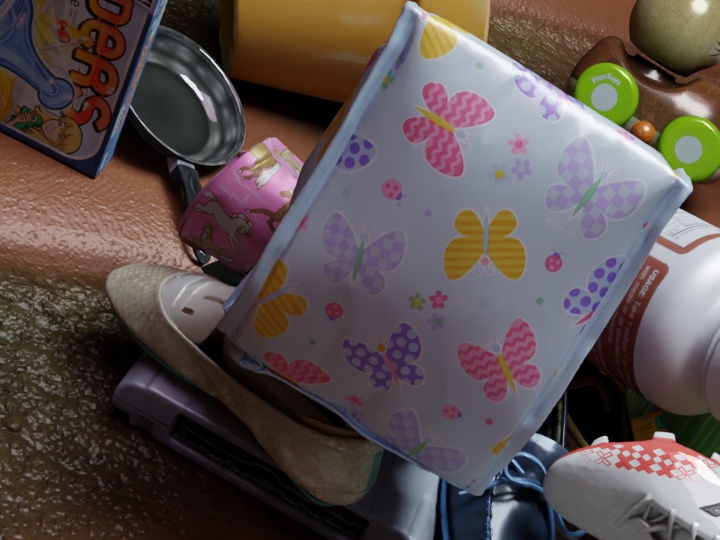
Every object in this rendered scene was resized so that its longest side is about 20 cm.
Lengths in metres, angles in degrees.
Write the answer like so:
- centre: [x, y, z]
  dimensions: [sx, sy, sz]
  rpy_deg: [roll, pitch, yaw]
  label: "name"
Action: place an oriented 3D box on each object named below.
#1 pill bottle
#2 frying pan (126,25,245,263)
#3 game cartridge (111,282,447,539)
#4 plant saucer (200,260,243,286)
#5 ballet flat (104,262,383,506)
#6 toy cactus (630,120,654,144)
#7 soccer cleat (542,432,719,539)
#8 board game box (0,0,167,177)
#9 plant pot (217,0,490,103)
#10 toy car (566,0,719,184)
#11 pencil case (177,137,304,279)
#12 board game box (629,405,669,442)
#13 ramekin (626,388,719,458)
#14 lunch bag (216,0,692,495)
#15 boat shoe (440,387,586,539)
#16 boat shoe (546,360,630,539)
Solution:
- centre: [0.184, 0.019, 0.896]
  dimensions: [0.111, 0.113, 0.200]
  rpy_deg: [-3, 25, -36]
  label: "pill bottle"
- centre: [-0.115, -0.088, 1.021]
  dimensions: [0.114, 0.031, 0.192]
  rpy_deg: [-6, 68, -52]
  label: "frying pan"
- centre: [-0.033, 0.085, 0.861]
  dimensions: [0.199, 0.041, 0.133]
  rpy_deg: [29, 31, 1]
  label: "game cartridge"
- centre: [0.000, 0.000, 0.947]
  dimensions: [0.198, 0.070, 0.019]
  rpy_deg: [-2, 85, -22]
  label: "plant saucer"
- centre: [-0.060, 0.046, 0.807]
  dimensions: [0.200, 0.063, 0.067]
  rpy_deg: [40, 37, 17]
  label: "ballet flat"
- centre: [0.217, -0.023, 1.127]
  dimensions: [0.199, 0.102, 0.165]
  rpy_deg: [36, 45, -4]
  label: "toy cactus"
- centre: [0.191, 0.146, 0.766]
  dimensions: [0.198, 0.069, 0.085]
  rpy_deg: [17, 37, 9]
  label: "soccer cleat"
- centre: [-0.195, -0.173, 0.927]
  dimensions: [0.134, 0.201, 0.035]
  rpy_deg: [26, 35, -2]
  label: "board game box"
- centre: [-0.014, -0.212, 1.124]
  dimensions: [0.181, 0.202, 0.201]
  rpy_deg: [-1, 42, -13]
  label: "plant pot"
- centre: [0.284, -0.190, 1.232]
  dimensions: [0.157, 0.201, 0.164]
  rpy_deg: [32, 13, 7]
  label: "toy car"
- centre: [-0.011, 0.015, 0.838]
  dimensions: [0.200, 0.083, 0.087]
  rpy_deg: [43, 0, 5]
  label: "pencil case"
- centre: [0.195, 0.175, 0.858]
  dimensions: [0.030, 0.096, 0.201]
  rpy_deg: [-15, 39, 12]
  label: "board game box"
- centre: [0.282, 0.094, 1.005]
  dimensions: [0.198, 0.098, 0.201]
  rpy_deg: [18, 37, -14]
  label: "ramekin"
- centre: [0.041, -0.009, 0.741]
  dimensions: [0.169, 0.201, 0.127]
  rpy_deg: [30, 7, -1]
  label: "lunch bag"
- centre: [0.091, 0.113, 0.847]
  dimensions: [0.084, 0.068, 0.202]
  rpy_deg: [40, 38, -37]
  label: "boat shoe"
- centre: [0.143, 0.090, 0.942]
  dimensions: [0.071, 0.068, 0.201]
  rpy_deg: [12, 38, -19]
  label: "boat shoe"
